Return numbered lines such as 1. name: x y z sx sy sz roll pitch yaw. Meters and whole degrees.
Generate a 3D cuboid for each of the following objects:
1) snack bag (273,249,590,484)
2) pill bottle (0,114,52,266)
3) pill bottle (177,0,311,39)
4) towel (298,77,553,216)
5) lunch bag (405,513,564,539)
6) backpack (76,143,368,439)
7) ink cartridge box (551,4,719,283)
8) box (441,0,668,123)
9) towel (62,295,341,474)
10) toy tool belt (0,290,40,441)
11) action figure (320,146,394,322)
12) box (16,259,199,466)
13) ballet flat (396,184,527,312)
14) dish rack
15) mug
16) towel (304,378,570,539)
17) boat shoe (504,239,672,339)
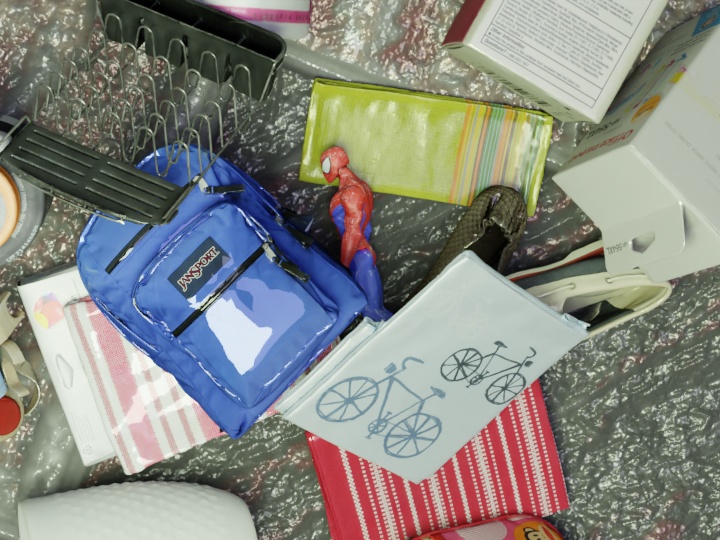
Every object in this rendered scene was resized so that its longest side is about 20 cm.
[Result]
1. snack bag: 0.058 0.074 1.663 0.200 0.021 0.188 -43 139 15
2. pill bottle: -0.284 -0.058 1.615 0.105 0.200 0.107 -1 99 -5
3. pill bottle: -0.088 -0.281 1.658 0.113 0.113 0.201 3 98 -8
4. towel: 0.053 -0.100 1.750 0.199 0.018 0.087 8 96 -8
5. lunch bag: 0.108 0.289 1.708 0.175 0.200 0.082 -8 131 -24
6. backpack: -0.108 0.001 1.605 0.200 0.168 0.163 45 83 1
7. ink cartridge box: 0.259 -0.093 1.688 0.125 0.128 0.200 44 66 -10
8. box: 0.170 -0.231 1.697 0.127 0.109 0.201 30 90 -9
9. towel: -0.119 0.060 1.701 0.199 0.030 0.147 -21 98 -4
10. toy tool belt: -0.313 0.063 1.647 0.125 0.123 0.200 -43 114 -16
11. action figure: 0.000 0.000 1.724 0.051 0.065 0.201 -10 92 12
12. box: -0.154 0.049 1.730 0.199 0.041 0.157 -21 99 -6
13. ballet flat: 0.078 0.023 1.751 0.067 0.046 0.201 28 99 -14
14. dish rack: -0.160 -0.119 1.557 0.153 0.200 0.055 22 137 14
15. mug: -0.171 0.258 1.717 0.174 0.148 0.201 -9 129 -13
16. towel: 0.063 0.162 1.773 0.199 0.022 0.145 -18 111 -5
17. boat shoe: 0.154 0.037 1.739 0.199 0.063 0.071 -24 136 -15
